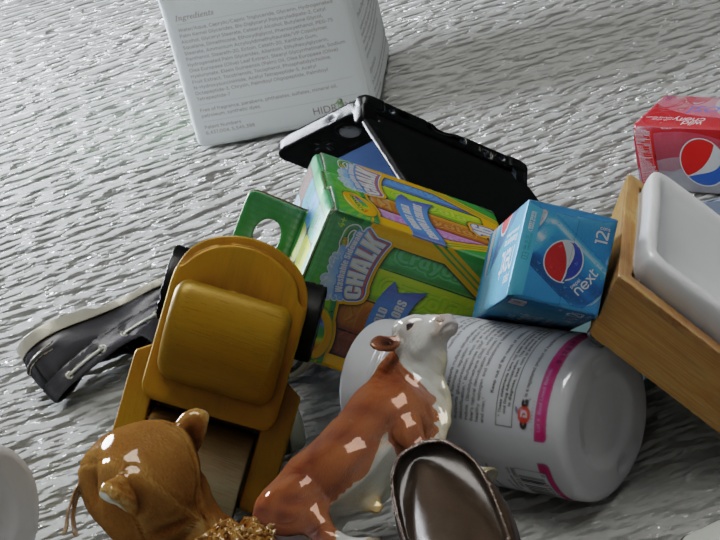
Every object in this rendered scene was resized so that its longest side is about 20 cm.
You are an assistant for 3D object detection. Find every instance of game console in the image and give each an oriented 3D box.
[{"bbox_3d":[0.054,-0.059,1.920,0.175,0.199,0.117,-23,57,42],"label":"game console"}]

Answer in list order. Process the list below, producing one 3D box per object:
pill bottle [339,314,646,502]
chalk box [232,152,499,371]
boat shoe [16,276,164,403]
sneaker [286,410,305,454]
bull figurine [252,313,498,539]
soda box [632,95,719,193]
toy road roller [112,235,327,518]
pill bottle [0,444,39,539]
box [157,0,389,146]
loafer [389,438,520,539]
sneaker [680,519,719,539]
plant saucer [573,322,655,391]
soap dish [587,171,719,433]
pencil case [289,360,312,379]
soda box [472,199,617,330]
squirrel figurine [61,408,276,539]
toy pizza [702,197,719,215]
[{"bbox_3d":[0.090,0.091,1.597,0.199,0.114,0.113,7,31,38],"label":"pill bottle"},{"bbox_3d":[0.000,0.000,1.726,0.198,0.126,0.124,17,20,-14],"label":"chalk box"},{"bbox_3d":[-0.188,0.057,1.919,0.199,0.073,0.063,-20,67,-26],"label":"boat shoe"},{"bbox_3d":[-0.128,0.095,1.754,0.105,0.075,0.200,-20,26,-18],"label":"sneaker"},{"bbox_3d":[0.014,0.123,1.519,0.200,0.065,0.121,-48,50,5],"label":"bull figurine"},{"bbox_3d":[0.336,-0.106,1.954,0.199,0.064,0.070,6,31,37],"label":"soda box"},{"bbox_3d":[-0.102,0.075,1.592,0.122,0.202,0.146,16,-2,0],"label":"toy road roller"},{"bbox_3d":[-0.339,0.167,1.668,0.199,0.115,0.114,9,33,41],"label":"pill bottle"},{"bbox_3d":[-0.086,-0.256,2.373,0.198,0.173,0.199,-9,24,10],"label":"box"},{"bbox_3d":[0.067,0.176,1.390,0.072,0.071,0.201,-22,51,-1],"label":"loafer"},{"bbox_3d":[0.285,0.146,1.419,0.198,0.081,0.074,-17,26,-4],"label":"sneaker"},{"bbox_3d":[0.180,0.044,1.712,0.199,0.028,0.201,-20,32,13],"label":"plant saucer"},{"bbox_3d":[0.244,0.038,1.558,0.081,0.199,0.158,-48,11,26],"label":"soap dish"},{"bbox_3d":[-0.034,0.013,1.880,0.089,0.078,0.200,-14,20,34],"label":"pencil case"},{"bbox_3d":[0.124,0.002,1.573,0.064,0.068,0.200,13,-6,-3],"label":"soda box"},{"bbox_3d":[-0.093,0.182,1.408,0.199,0.188,0.141,11,34,44],"label":"squirrel figurine"},{"bbox_3d":[0.276,0.004,1.777,0.198,0.032,0.201,-16,27,8],"label":"toy pizza"}]
